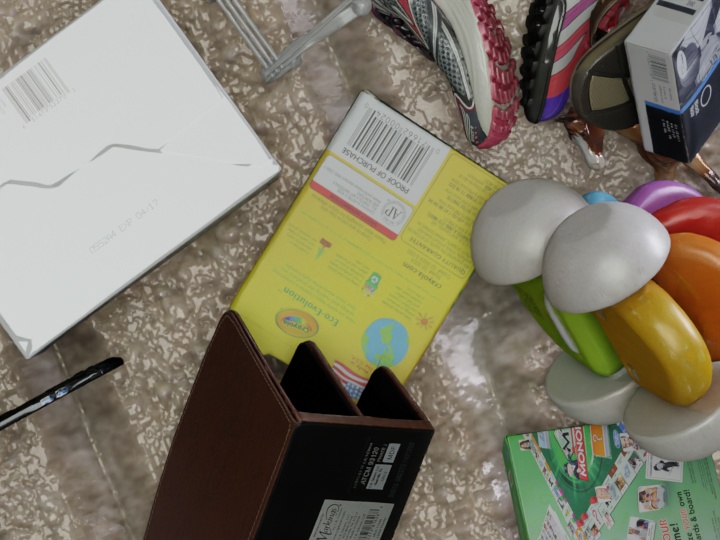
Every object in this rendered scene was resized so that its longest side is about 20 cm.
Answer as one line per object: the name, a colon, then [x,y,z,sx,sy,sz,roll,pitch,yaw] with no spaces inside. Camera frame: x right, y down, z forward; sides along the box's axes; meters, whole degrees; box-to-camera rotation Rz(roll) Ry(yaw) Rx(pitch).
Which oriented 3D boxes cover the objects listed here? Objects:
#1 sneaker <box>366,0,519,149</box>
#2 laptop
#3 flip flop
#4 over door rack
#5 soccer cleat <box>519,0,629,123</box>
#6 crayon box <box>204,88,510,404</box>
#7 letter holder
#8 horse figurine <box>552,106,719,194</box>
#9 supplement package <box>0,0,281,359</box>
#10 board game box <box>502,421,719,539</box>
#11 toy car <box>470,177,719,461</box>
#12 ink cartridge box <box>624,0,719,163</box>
sneaker: [0.045,-0.171,1.639,0.074,0.081,0.201,-25,84,15]
laptop: [-0.220,0.146,1.572,0.199,0.177,0.104,-28,91,-2]
flip flop: [0.181,-0.162,1.611,0.057,0.081,0.200,19,49,23]
over door rack: [-0.042,-0.223,1.586,0.066,0.200,0.148,-37,90,-36]
soccer cleat: [0.156,-0.189,1.645,0.073,0.068,0.202,15,88,-8]
crayon box: [0.000,0.000,1.643,0.126,0.051,0.201,33,88,-2]
letter holder: [-0.054,0.142,1.598,0.100,0.142,0.201,5,119,-30]
horse figurine: [0.242,-0.099,1.653,0.199,0.050,0.133,-32,95,3]
supplement package: [-0.175,-0.066,1.608,0.199,0.111,0.156,-36,91,-2]
board game box: [0.175,0.192,1.612,0.133,0.029,0.201,-8,63,-5]
toy car: [0.178,0.009,1.581,0.150,0.200,0.176,-41,118,-16]
ink cartridge box: [0.236,-0.171,1.591,0.039,0.100,0.200,19,58,30]
